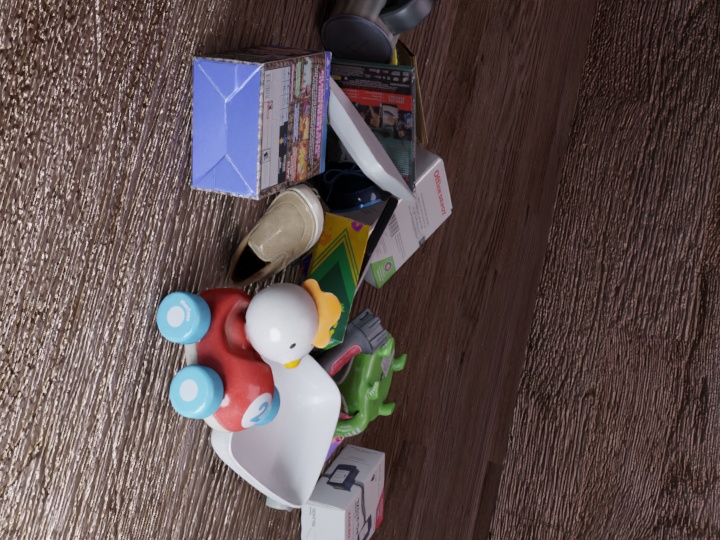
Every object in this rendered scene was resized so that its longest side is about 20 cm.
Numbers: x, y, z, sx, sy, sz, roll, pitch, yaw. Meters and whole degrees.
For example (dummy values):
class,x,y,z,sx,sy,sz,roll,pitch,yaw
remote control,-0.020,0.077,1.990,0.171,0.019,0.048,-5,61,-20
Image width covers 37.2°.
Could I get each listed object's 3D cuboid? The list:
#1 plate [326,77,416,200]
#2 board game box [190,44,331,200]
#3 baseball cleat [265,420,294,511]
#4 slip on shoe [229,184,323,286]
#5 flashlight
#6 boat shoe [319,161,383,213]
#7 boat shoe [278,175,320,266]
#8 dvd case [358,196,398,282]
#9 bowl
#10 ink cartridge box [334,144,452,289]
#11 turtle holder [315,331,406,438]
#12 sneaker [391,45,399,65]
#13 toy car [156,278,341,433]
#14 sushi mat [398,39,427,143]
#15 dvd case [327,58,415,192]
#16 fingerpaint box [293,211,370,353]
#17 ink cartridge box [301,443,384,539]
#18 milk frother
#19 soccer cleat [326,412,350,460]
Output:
class,x,y,z,sx,sy,sz,roll,pitch,yaw
plate,-0.005,-0.188,1.493,0.032,0.201,0.200,-36,164,8
board game box,-0.122,-0.191,1.341,0.200,0.095,0.162,-33,130,-64
baseball cleat,-0.114,0.304,1.639,0.201,0.069,0.108,72,34,-51
slip on shoe,-0.113,-0.039,1.376,0.060,0.077,0.200,-34,178,-38
flashlight,-0.039,0.151,1.668,0.199,0.068,0.068,-39,151,-24
boat shoe,-0.028,-0.127,1.589,0.083,0.199,0.070,-16,103,-20
boat shoe,-0.085,-0.091,1.538,0.072,0.066,0.202,70,32,-51
dvd case,0.000,0.000,1.642,0.143,0.017,0.201,-63,179,-48
bowl,-0.124,0.210,1.500,0.200,0.074,0.202,46,53,-39
ink cartridge box,0.055,-0.095,1.793,0.200,0.083,0.146,-46,147,-20
turtle holder,-0.010,0.185,1.776,0.141,0.130,0.189,1,99,-71
sneaker,0.027,-0.283,1.731,0.078,0.084,0.204,-91,174,-69
toy car,-0.111,0.090,1.302,0.184,0.197,0.180,25,49,-64
sushi mat,0.078,-0.318,1.856,0.012,0.096,0.202,-28,140,-12
dvd case,0.015,-0.219,1.632,0.022,0.143,0.203,-54,147,-54
fingerpaint box,-0.056,0.022,1.543,0.200,0.072,0.170,145,-40,-77
ink cartridge box,-0.029,0.427,1.907,0.200,0.083,0.147,-43,138,-59
milk frother,0.008,-0.438,1.570,0.199,0.180,0.190,33,60,-22
soccer cleat,-0.029,0.243,1.832,0.067,0.075,0.202,75,31,-49
